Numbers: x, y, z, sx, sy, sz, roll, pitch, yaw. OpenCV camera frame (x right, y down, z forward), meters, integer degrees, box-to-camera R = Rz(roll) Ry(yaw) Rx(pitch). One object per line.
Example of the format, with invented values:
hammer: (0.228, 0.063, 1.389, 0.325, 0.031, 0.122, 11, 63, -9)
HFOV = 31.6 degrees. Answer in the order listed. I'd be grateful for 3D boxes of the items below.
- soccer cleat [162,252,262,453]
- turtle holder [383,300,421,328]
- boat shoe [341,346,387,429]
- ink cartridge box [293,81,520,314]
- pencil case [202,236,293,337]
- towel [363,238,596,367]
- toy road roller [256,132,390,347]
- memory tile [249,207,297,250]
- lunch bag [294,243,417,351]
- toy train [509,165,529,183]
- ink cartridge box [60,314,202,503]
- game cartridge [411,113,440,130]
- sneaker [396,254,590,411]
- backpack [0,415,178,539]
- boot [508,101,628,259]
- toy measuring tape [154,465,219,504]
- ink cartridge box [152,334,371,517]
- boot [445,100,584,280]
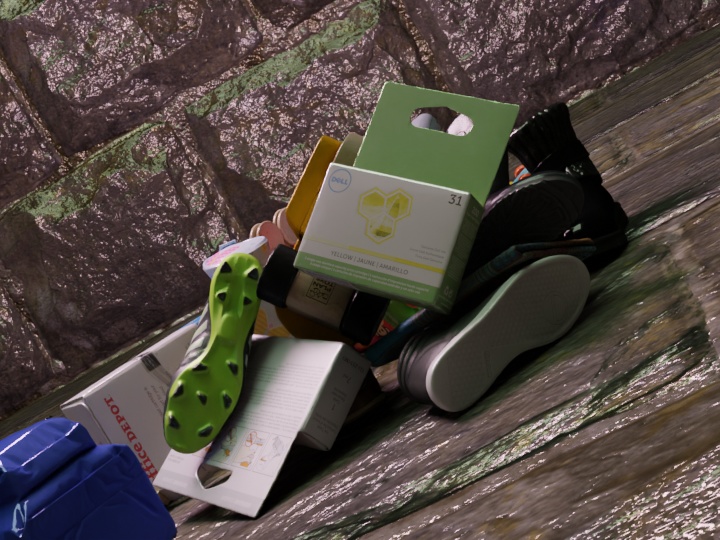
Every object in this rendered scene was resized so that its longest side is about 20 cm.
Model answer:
soccer cleat: (-0.136, 0.081, 1.220, 0.081, 0.067, 0.200, 107, 180, -78)
turtle holder: (0.099, -0.009, 1.350, 0.185, 0.132, 0.141, -23, 9, 44)
boat shoe: (-0.022, 0.110, 1.254, 0.072, 0.068, 0.200, -30, 6, 0)
ink cartridge box: (0.042, -0.074, 1.125, 0.145, 0.200, 0.048, 15, -8, 27)
pencil case: (-0.108, 0.060, 1.470, 0.083, 0.200, 0.091, -23, 14, 4)
towel: (0.110, 0.030, 1.180, 0.200, 0.022, 0.147, -37, -18, 35)
toy road roller: (-0.012, -0.020, 1.239, 0.146, 0.123, 0.200, 80, -146, -79)
memory tile: (-0.062, 0.012, 1.611, 0.017, 0.200, 0.153, -15, 16, 34)
lunch bag: (0.000, 0.000, 1.501, 0.200, 0.176, 0.082, -23, 21, 50)
toy train: (0.195, -0.062, 1.583, 0.200, 0.056, 0.150, -56, 8, -26)
ink cartridge box: (-0.202, 0.152, 1.391, 0.200, 0.145, 0.084, -34, 6, -33)
game cartridge: (0.026, -0.104, 1.588, 0.200, 0.042, 0.133, -51, 3, 17)
sneaker: (0.109, 0.050, 1.110, 0.200, 0.071, 0.099, -38, 14, -25)
backpack: (-0.287, 0.230, 1.100, 0.200, 0.168, 0.162, -30, -2, 36)
boot: (0.213, -0.091, 1.355, 0.079, 0.158, 0.211, -28, 6, 18)
toy measuring tape: (-0.135, 0.166, 1.316, 0.200, 0.074, 0.074, -33, 6, 7)
ink cartridge box: (-0.095, 0.145, 1.192, 0.200, 0.044, 0.174, 1, 60, 54)
boot: (0.135, -0.093, 1.212, 0.165, 0.066, 0.200, -34, 29, 29)
